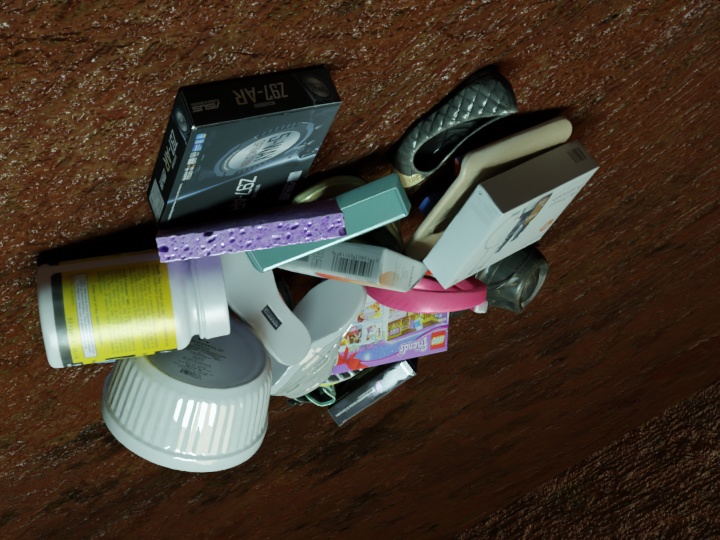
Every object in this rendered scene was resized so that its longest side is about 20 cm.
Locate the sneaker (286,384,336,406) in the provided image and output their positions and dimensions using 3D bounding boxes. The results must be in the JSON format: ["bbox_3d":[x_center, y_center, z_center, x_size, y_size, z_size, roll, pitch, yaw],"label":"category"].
[{"bbox_3d":[-0.056,0.148,2.011,0.073,0.119,0.199,-35,157,28],"label":"sneaker"}]

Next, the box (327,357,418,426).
[{"bbox_3d":[0.024,0.141,2.033,0.142,0.036,0.200,-36,-167,15],"label":"box"}]

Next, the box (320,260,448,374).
[{"bbox_3d":[0.035,0.057,1.886,0.198,0.139,0.039,-9,-160,-33],"label":"box"}]

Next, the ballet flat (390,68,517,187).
[{"bbox_3d":[0.098,-0.149,1.538,0.066,0.057,0.200,-3,151,-41],"label":"ballet flat"}]

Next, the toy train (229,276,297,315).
[{"bbox_3d":[-0.165,0.079,1.796,0.198,0.086,0.114,-18,147,-8],"label":"toy train"}]

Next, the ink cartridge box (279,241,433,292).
[{"bbox_3d":[0.000,0.000,1.696,0.161,0.051,0.200,10,173,29],"label":"ink cartridge box"}]

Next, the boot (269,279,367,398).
[{"bbox_3d":[-0.053,0.088,1.774,0.200,0.074,0.095,-42,152,15],"label":"boot"}]

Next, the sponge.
[{"bbox_3d":[-0.116,-0.044,1.465,0.197,0.030,0.112,-8,-168,-2],"label":"sponge"}]

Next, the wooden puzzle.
[{"bbox_3d":[0.149,-0.108,1.684,0.184,0.046,0.201,-24,158,-34],"label":"wooden puzzle"}]

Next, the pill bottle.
[{"bbox_3d":[-0.247,0.037,1.499,0.197,0.116,0.115,-8,157,-8],"label":"pill bottle"}]

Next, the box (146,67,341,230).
[{"bbox_3d":[-0.122,-0.121,1.391,0.159,0.044,0.200,-13,157,-26],"label":"box"}]

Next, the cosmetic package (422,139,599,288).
[{"bbox_3d":[0.184,-0.070,1.672,0.199,0.052,0.151,-26,162,-41],"label":"cosmetic package"}]

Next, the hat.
[{"bbox_3d":[0.214,0.010,1.927,0.201,0.081,0.201,-51,170,-13],"label":"hat"}]

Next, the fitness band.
[{"bbox_3d":[0.082,0.026,1.758,0.142,0.038,0.200,1,-171,-16],"label":"fitness band"}]

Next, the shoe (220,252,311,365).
[{"bbox_3d":[-0.139,0.029,1.668,0.071,0.091,0.201,-43,124,-17],"label":"shoe"}]

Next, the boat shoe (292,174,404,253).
[{"bbox_3d":[-0.008,-0.061,1.631,0.073,0.064,0.200,-31,158,19],"label":"boat shoe"}]

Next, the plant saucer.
[{"bbox_3d":[-0.040,-0.051,1.568,0.198,0.019,0.070,-21,144,5],"label":"plant saucer"}]

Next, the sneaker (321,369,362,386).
[{"bbox_3d":[-0.020,0.107,1.955,0.199,0.079,0.090,-36,179,-35],"label":"sneaker"}]

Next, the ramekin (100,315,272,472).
[{"bbox_3d":[-0.194,0.128,1.594,0.198,0.200,0.106,-7,129,-37],"label":"ramekin"}]
